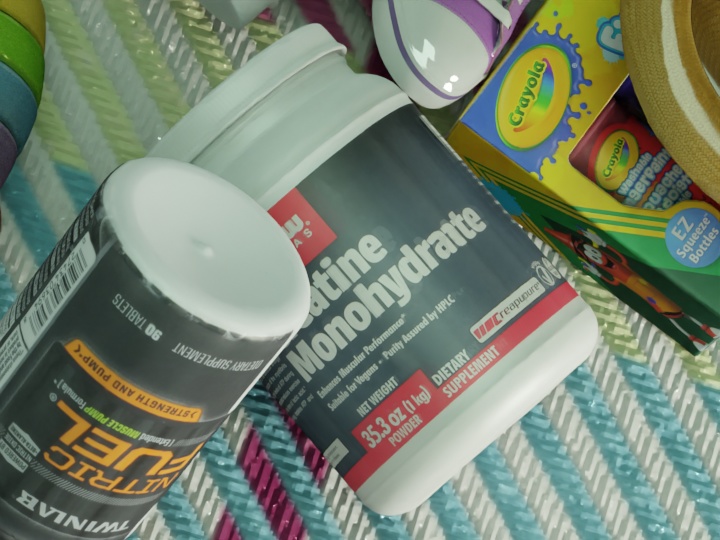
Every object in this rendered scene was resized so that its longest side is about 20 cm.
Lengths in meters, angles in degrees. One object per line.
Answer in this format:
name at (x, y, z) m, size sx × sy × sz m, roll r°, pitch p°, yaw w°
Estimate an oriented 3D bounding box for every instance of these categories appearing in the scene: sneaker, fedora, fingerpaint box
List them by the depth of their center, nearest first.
fedora at (0.207, -0.097, 1.333) m, size 0.200 × 0.082 × 0.201 m, roll 3°, pitch 79°, yaw -14°
sneaker at (0.079, -0.170, 1.360) m, size 0.073 × 0.114 × 0.201 m, roll 40°, pitch 53°, yaw -22°
fingerpaint box at (0.162, -0.090, 1.405) m, size 0.167 × 0.073 × 0.200 m, roll 37°, pitch 74°, yaw 1°

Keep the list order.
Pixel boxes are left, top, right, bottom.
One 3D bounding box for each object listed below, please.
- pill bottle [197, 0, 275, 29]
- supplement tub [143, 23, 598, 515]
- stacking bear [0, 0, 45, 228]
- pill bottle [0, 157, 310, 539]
pill bottle at (-0.011, -0.210, 1.350) m, size 0.200 × 0.111 × 0.111 m, roll -42°, pitch 86°, yaw -9°
supplement tub at (0.000, 0.000, 1.323) m, size 0.140 × 0.140 × 0.200 m, roll -40°, pitch 85°, yaw -15°
stacking bear at (-0.200, -0.116, 1.343) m, size 0.113 × 0.121 × 0.200 m, roll 13°, pitch 67°, yaw -3°
pill bottle at (-0.116, 0.053, 1.256) m, size 0.106 × 0.200 × 0.106 m, roll 27°, pitch 32°, yaw -19°
